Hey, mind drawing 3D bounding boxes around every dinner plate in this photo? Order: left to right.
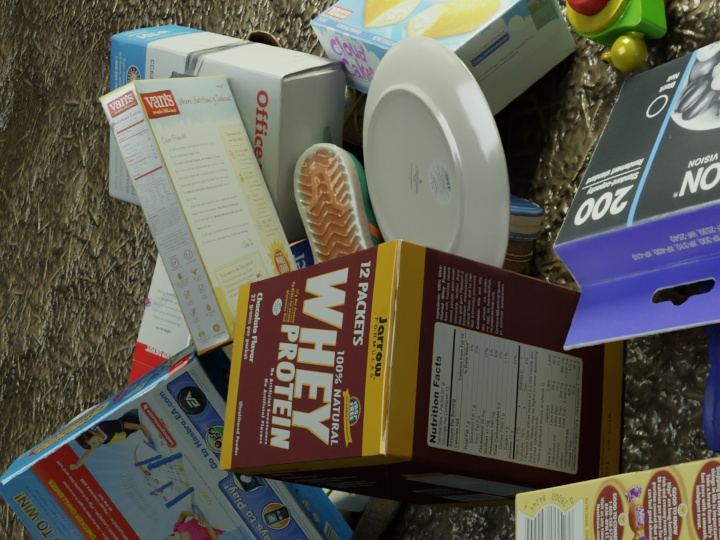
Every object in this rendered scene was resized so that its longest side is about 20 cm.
[{"bbox_3d":[0.045,-0.067,1.039,0.200,0.024,0.203,36,133,51],"label":"dinner plate"}]

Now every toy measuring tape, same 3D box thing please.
[{"bbox_3d":[0.177,-0.228,1.014,0.073,0.073,0.203,-28,56,48],"label":"toy measuring tape"}]

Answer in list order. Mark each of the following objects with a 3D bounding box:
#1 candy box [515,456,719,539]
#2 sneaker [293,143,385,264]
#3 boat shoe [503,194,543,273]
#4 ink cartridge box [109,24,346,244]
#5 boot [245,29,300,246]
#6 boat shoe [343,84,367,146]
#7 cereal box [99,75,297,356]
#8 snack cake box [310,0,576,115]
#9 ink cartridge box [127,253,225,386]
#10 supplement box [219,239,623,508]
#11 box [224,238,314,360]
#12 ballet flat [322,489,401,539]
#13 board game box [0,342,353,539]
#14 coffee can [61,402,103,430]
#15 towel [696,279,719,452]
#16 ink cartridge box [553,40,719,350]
[{"bbox_3d":[0.193,0.147,0.803,0.199,0.115,0.057,-25,57,50],"label":"candy box"},{"bbox_3d":[0.000,0.000,1.146,0.070,0.080,0.203,-12,80,27],"label":"sneaker"},{"bbox_3d":[0.063,-0.038,1.108,0.200,0.071,0.073,33,114,60],"label":"boat shoe"},{"bbox_3d":[-0.117,-0.118,1.215,0.198,0.085,0.149,18,113,35],"label":"ink cartridge box"},{"bbox_3d":[-0.077,-0.103,1.291,0.156,0.075,0.202,105,156,-47],"label":"boot"},{"bbox_3d":[0.004,-0.138,1.235,0.199,0.068,0.075,26,100,57],"label":"boat shoe"},{"bbox_3d":[-0.113,-0.047,1.082,0.039,0.144,0.203,-22,89,24],"label":"cereal box"},{"bbox_3d":[0.061,-0.185,1.123,0.115,0.068,0.199,-40,32,-13],"label":"snack cake box"},{"bbox_3d":[-0.162,0.047,1.415,0.116,0.067,0.203,11,88,57],"label":"ink cartridge box"},{"bbox_3d":[0.041,0.081,0.979,0.196,0.198,0.135,-15,65,53],"label":"supplement box"},{"bbox_3d":[-0.055,0.039,1.218,0.198,0.032,0.123,-24,55,21],"label":"box"},{"bbox_3d":[-0.017,0.199,1.141,0.068,0.067,0.202,38,110,50],"label":"ballet flat"},{"bbox_3d":[-0.140,0.183,1.091,0.194,0.201,0.056,-31,12,16],"label":"board game box"},{"bbox_3d":[-0.175,0.227,1.226,0.146,0.145,0.203,34,135,55],"label":"coffee can"},{"bbox_3d":[0.274,0.019,0.797,0.199,0.049,0.150,-21,64,53],"label":"towel"},{"bbox_3d":[0.206,-0.056,0.861,0.197,0.043,0.202,-18,43,55],"label":"ink cartridge box"}]
